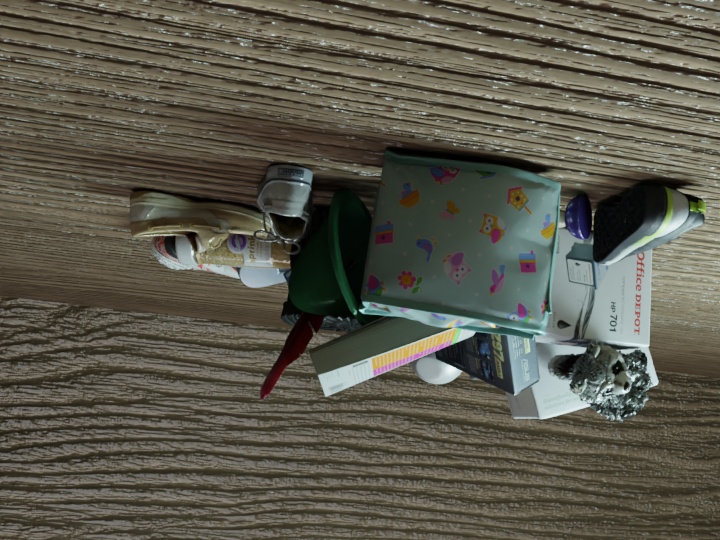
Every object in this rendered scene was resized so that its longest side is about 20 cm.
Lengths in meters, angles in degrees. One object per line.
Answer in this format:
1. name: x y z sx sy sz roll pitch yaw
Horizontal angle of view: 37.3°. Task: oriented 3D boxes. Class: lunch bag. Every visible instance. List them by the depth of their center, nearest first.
1. lunch bag: 0.108 -0.024 1.116 0.198 0.172 0.122 8 171 -1

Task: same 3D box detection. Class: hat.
1. hat: -0.075 0.016 1.293 0.175 0.201 0.166 -14 141 21

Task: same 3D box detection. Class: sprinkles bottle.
1. sprinkles bottle: -0.169 -0.038 1.572 0.198 0.069 0.068 3 172 12

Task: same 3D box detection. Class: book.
1. book: 0.041 0.090 1.272 0.199 0.048 0.134 -22 162 -5

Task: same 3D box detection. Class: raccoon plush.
1. raccoon plush: 0.289 0.142 1.426 0.133 0.098 0.199 21 162 -35

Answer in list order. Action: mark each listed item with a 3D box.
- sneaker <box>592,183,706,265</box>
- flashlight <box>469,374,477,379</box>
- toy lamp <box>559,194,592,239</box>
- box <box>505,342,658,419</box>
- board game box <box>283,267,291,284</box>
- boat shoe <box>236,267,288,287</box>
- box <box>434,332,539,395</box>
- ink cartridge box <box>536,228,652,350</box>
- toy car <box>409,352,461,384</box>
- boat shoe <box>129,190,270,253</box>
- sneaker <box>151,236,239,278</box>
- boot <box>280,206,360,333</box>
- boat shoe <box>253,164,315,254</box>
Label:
1. sneaker: 0.321 -0.045 1.191 0.082 0.072 0.200 5 172 -8
2. flashlight: 0.188 0.054 1.503 0.068 0.202 0.068 -2 169 35
3. toy lamp: 0.166 -0.060 1.247 0.199 0.059 0.058 -2 169 30
4. box: 0.316 0.108 1.640 0.197 0.202 0.171 -15 174 -7
5. board game box: -0.007 -0.002 1.576 0.135 0.035 0.200 -37 155 16
6. boat shoe: -0.094 -0.025 1.650 0.198 0.074 0.065 -4 -147 -14
7. box: 0.148 0.041 1.354 0.051 0.201 0.157 -24 -154 -28
8. ink cartridge box: 0.283 0.024 1.427 0.198 0.148 0.086 7 170 -16
9. toy car: 0.087 0.061 1.554 0.149 0.201 0.175 -9 -156 32
10. boat shoe: -0.219 -0.058 1.455 0.198 0.070 0.074 8 171 -20
11. sneaker: -0.235 -0.026 1.711 0.200 0.068 0.108 14 169 -31
12. boot: -0.001 -0.001 1.406 0.209 0.159 0.080 7 161 9
13. boat shoe: -0.089 -0.062 1.283 0.074 0.087 0.202 7 171 -8
